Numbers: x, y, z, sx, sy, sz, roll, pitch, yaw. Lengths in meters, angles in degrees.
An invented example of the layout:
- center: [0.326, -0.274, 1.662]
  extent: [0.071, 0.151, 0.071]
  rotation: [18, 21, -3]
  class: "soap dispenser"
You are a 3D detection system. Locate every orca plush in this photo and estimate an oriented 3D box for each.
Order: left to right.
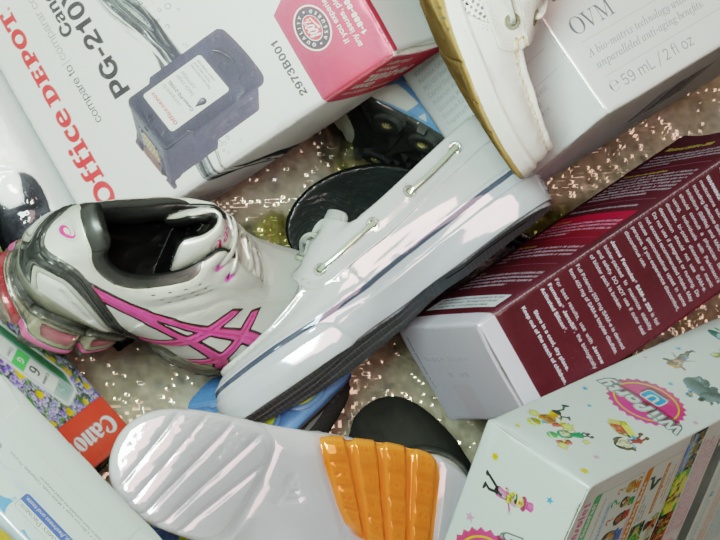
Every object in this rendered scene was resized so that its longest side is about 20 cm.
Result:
- center: [-0.181, -0.041, 1.405]
  extent: [0.200, 0.071, 0.105]
  rotation: [58, 29, -5]
  class: "orca plush"

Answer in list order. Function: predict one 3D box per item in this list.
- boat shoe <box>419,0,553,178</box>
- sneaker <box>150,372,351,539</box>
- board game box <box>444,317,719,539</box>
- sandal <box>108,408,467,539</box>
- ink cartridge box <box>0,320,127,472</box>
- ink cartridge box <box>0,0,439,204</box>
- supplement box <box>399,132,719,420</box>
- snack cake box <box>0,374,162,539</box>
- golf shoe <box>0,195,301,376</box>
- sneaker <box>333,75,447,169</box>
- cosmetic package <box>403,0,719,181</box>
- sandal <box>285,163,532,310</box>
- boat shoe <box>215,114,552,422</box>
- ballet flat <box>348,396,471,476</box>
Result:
- center: [0.062, -0.138, 1.275]
  extent: [0.069, 0.071, 0.201]
  rotation: [-25, 117, -4]
  class: "boat shoe"
- center: [-0.064, 0.124, 1.377]
  extent: [0.071, 0.083, 0.200]
  rotation: [8, 55, 33]
  class: "sneaker"
- center: [0.122, 0.119, 1.321]
  extent: [0.064, 0.148, 0.200]
  rotation: [34, 32, 26]
  class: "board game box"
- center: [-0.031, 0.110, 1.320]
  extent: [0.206, 0.059, 0.080]
  rotation: [20, 84, -20]
  class: "sandal"
- center: [-0.172, 0.089, 1.340]
  extent: [0.200, 0.050, 0.109]
  rotation: [48, 33, 2]
  class: "ink cartridge box"
- center: [-0.077, -0.124, 1.358]
  extent: [0.200, 0.084, 0.145]
  rotation: [-32, 86, 27]
  class: "ink cartridge box"
- center: [0.129, 0.000, 1.373]
  extent: [0.200, 0.109, 0.061]
  rotation: [-34, 100, -18]
  class: "supplement box"
- center: [-0.194, 0.155, 1.273]
  extent: [0.115, 0.200, 0.067]
  rotation: [45, 38, 1]
  class: "snack cake box"
- center: [-0.081, 0.005, 1.341]
  extent: [0.199, 0.092, 0.073]
  rotation: [3, 62, -42]
  class: "golf shoe"
- center: [-0.007, -0.115, 1.438]
  extent: [0.200, 0.072, 0.073]
  rotation: [36, 66, -4]
  class: "sneaker"
- center: [0.106, -0.175, 1.415]
  extent: [0.199, 0.123, 0.200]
  rotation: [-32, 83, -37]
  class: "cosmetic package"
- center: [0.059, -0.002, 1.425]
  extent: [0.200, 0.048, 0.076]
  rotation: [20, 94, -6]
  class: "sandal"
- center: [0.000, 0.000, 1.347]
  extent: [0.200, 0.074, 0.067]
  rotation: [-36, 79, -10]
  class: "boat shoe"
- center: [0.049, 0.155, 1.386]
  extent: [0.068, 0.068, 0.201]
  rotation: [-18, 81, -13]
  class: "ballet flat"
